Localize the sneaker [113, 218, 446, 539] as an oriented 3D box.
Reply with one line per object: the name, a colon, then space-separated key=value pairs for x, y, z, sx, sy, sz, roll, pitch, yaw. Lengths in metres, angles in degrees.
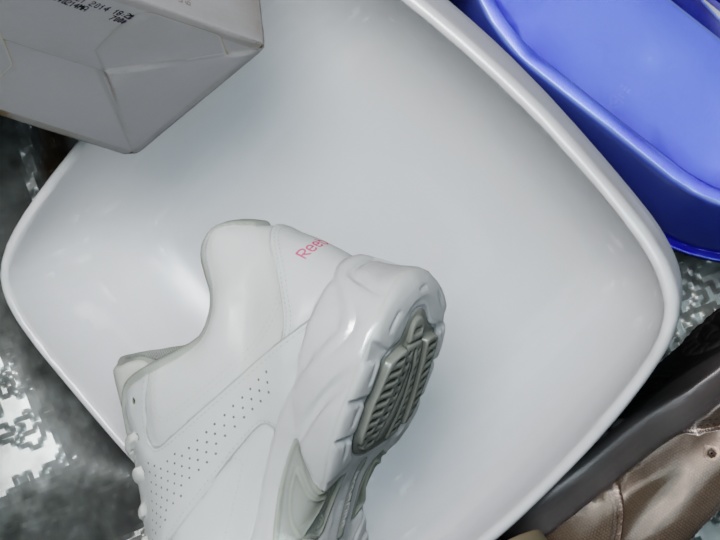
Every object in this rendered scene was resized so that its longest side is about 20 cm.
sneaker: x=-0.045 y=0.070 z=0.915 sx=0.099 sy=0.078 sz=0.200 roll=29 pitch=108 yaw=22

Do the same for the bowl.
bowl: x=0.000 y=0.000 z=0.951 sx=0.200 sy=0.075 sz=0.200 roll=46 pitch=113 yaw=3

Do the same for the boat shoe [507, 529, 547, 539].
boat shoe: x=-0.001 y=0.168 z=0.915 sx=0.200 sy=0.072 sz=0.068 roll=-36 pitch=75 yaw=-14

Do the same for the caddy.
caddy: x=0.119 y=-0.094 z=0.984 sx=0.200 sy=0.105 sz=0.141 roll=39 pitch=82 yaw=2

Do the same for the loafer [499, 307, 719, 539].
loafer: x=0.142 y=0.056 z=0.992 sx=0.200 sy=0.073 sz=0.071 roll=-35 pitch=97 yaw=-3

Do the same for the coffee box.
coffee box: x=-0.107 y=-0.153 z=0.903 sx=0.114 sy=0.080 sz=0.200 roll=18 pitch=52 yaw=-35
